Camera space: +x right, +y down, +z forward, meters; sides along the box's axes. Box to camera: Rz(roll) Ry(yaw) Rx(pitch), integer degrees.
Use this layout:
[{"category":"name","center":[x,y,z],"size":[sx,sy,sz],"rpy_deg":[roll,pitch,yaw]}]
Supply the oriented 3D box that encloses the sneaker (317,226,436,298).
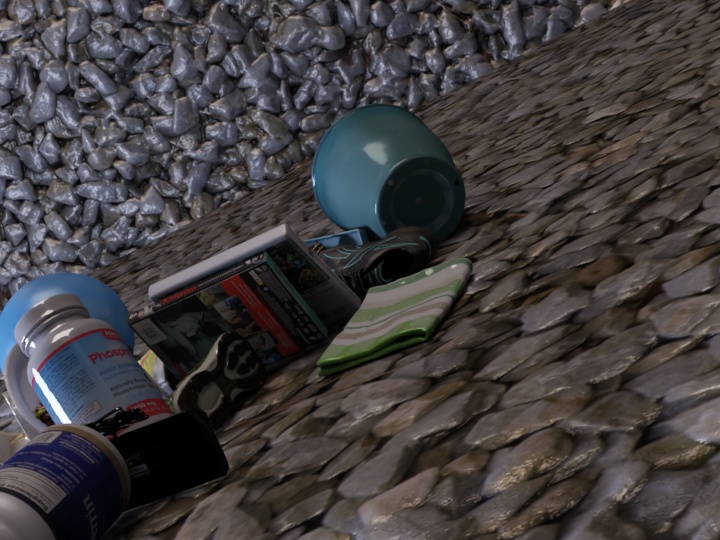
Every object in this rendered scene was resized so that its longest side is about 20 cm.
[{"category":"sneaker","center":[0.000,0.000,1.585],"size":[0.199,0.076,0.079],"rpy_deg":[-25,13,16]}]

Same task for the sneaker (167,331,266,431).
[{"category":"sneaker","center":[-0.180,0.136,1.419],"size":[0.088,0.077,0.200],"rpy_deg":[-31,6,28]}]

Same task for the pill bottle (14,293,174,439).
[{"category":"pill bottle","center":[-0.288,0.125,1.325],"size":[0.109,0.200,0.109],"rpy_deg":[-33,-22,-15]}]

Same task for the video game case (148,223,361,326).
[{"category":"video game case","center":[-0.127,0.034,1.515],"size":[0.199,0.182,0.023],"rpy_deg":[-23,49,19]}]

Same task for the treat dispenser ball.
[{"category":"treat dispenser ball","center":[-0.433,0.103,1.810],"size":[0.200,0.202,0.201],"rpy_deg":[-26,11,5]}]

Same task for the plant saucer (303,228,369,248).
[{"category":"plant saucer","center":[-0.038,-0.018,1.776],"size":[0.019,0.070,0.200],"rpy_deg":[-20,6,-32]}]

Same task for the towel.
[{"category":"towel","center":[0.040,0.047,1.390],"size":[0.149,0.031,0.200],"rpy_deg":[-23,12,26]}]

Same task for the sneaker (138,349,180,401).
[{"category":"sneaker","center":[-0.261,0.126,1.635],"size":[0.090,0.078,0.200],"rpy_deg":[-32,8,14]}]

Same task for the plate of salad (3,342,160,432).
[{"category":"plate of salad","center":[-0.315,0.134,1.434],"size":[0.048,0.200,0.200],"rpy_deg":[-55,-3,28]}]

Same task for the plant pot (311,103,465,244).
[{"category":"plant pot","center":[0.053,-0.118,1.741],"size":[0.199,0.201,0.188],"rpy_deg":[-29,27,-9]}]

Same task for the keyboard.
[{"category":"keyboard","center":[-0.224,0.179,1.220],"size":[0.199,0.104,0.040],"rpy_deg":[-22,13,24]}]

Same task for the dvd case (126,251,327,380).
[{"category":"dvd case","center":[-0.161,0.068,1.492],"size":[0.199,0.146,0.022],"rpy_deg":[-25,36,18]}]

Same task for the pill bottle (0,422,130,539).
[{"category":"pill bottle","center":[-0.306,0.234,1.135],"size":[0.115,0.116,0.200],"rpy_deg":[-22,12,26]}]

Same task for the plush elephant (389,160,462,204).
[{"category":"plush elephant","center":[0.040,-0.168,2.039],"size":[0.164,0.155,0.200],"rpy_deg":[-19,13,38]}]

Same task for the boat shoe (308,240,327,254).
[{"category":"boat shoe","center":[-0.066,0.002,1.732],"size":[0.074,0.074,0.200],"rpy_deg":[-34,13,-31]}]

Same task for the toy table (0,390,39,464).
[{"category":"toy table","center":[-0.388,0.201,1.485],"size":[0.184,0.118,0.200],"rpy_deg":[-33,11,-28]}]
